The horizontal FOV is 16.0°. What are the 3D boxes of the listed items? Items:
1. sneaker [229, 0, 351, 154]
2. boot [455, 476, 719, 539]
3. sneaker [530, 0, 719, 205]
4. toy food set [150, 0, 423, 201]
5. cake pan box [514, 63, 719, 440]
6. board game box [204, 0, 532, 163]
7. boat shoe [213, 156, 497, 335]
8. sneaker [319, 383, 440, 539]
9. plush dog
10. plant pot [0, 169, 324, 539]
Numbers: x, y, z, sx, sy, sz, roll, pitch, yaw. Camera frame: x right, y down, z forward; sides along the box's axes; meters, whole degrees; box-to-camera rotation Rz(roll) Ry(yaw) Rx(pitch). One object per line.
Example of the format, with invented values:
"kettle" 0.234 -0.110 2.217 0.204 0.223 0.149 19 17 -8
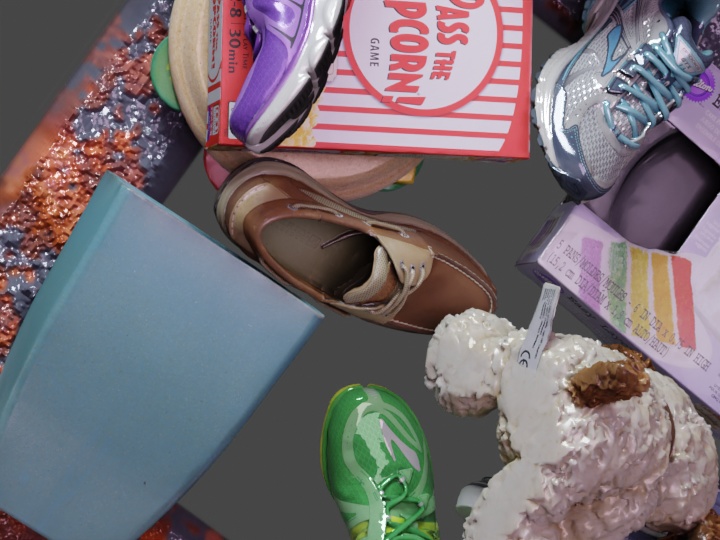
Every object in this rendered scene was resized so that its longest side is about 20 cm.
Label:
"sneaker" -0.046 -0.166 1.509 0.083 0.081 0.201 14 77 2
"boot" 0.158 0.156 1.648 0.199 0.073 0.091 28 74 -21
"sneaker" 0.170 -0.125 1.600 0.078 0.086 0.201 53 43 -31
"toy food set" -0.032 -0.136 1.612 0.199 0.049 0.199 8 86 -15
"cake pan box" 0.225 -0.020 1.677 0.200 0.052 0.185 40 76 -10
"board game box" 0.006 -0.146 1.573 0.199 0.046 0.153 1 88 -15
"boat shoe" 0.000 0.000 1.582 0.199 0.074 0.076 22 107 -28
"sneaker" 0.024 0.168 1.597 0.074 0.084 0.201 -9 90 -15
"plush dog" 0.153 0.102 1.566 0.171 0.160 0.201 16 51 -45
"plant pot" -0.142 0.066 1.529 0.141 0.141 0.201 33 89 -11
